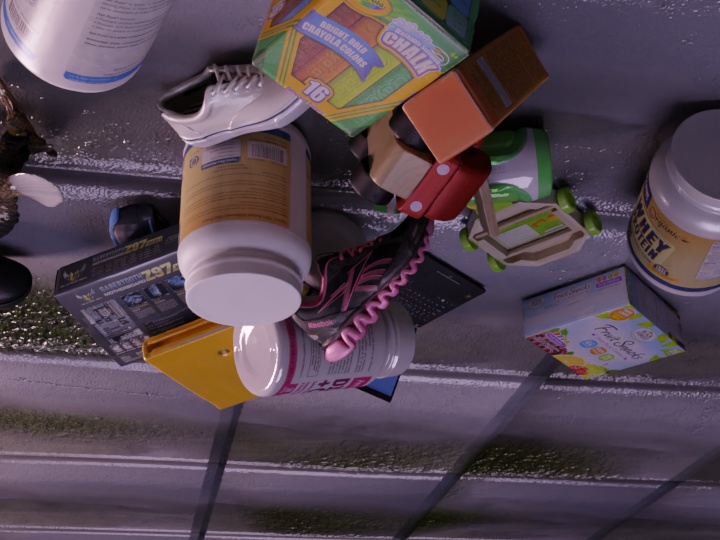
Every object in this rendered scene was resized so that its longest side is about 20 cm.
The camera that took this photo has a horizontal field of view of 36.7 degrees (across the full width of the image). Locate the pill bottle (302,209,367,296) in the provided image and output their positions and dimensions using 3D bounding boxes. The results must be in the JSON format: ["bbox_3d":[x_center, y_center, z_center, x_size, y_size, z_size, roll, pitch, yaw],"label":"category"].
[{"bbox_3d":[-0.075,0.016,1.404,0.112,0.113,0.200,11,148,-23],"label":"pill bottle"}]

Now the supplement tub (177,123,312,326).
[{"bbox_3d":[-0.125,-0.055,1.184,0.144,0.201,0.145,-1,151,-1],"label":"supplement tub"}]

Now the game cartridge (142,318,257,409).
[{"bbox_3d":[-0.155,0.110,1.401,0.176,0.033,0.200,-20,150,13],"label":"game cartridge"}]

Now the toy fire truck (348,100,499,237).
[{"bbox_3d":[0.088,-0.103,1.092,0.199,0.176,0.129,24,123,-20],"label":"toy fire truck"}]

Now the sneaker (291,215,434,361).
[{"bbox_3d":[0.000,0.000,1.189,0.095,0.200,0.079,39,180,-3],"label":"sneaker"}]

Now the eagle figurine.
[{"bbox_3d":[-0.426,-0.094,1.155,0.152,0.200,0.151,55,167,-21],"label":"eagle figurine"}]

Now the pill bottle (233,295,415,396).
[{"bbox_3d":[-0.040,0.086,1.289,0.199,0.114,0.113,-2,156,-36],"label":"pill bottle"}]

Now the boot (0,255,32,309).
[{"bbox_3d":[-0.505,-0.025,1.340,0.199,0.077,0.168,13,152,-14],"label":"boot"}]

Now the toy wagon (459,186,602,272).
[{"bbox_3d":[0.201,-0.062,1.360,0.155,0.040,0.200,-22,144,31],"label":"toy wagon"}]

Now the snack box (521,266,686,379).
[{"bbox_3d":[0.359,0.082,1.596,0.168,0.068,0.200,-21,147,30],"label":"snack box"}]

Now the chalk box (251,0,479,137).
[{"bbox_3d":[0.022,-0.232,0.933,0.124,0.124,0.200,33,138,-26],"label":"chalk box"}]

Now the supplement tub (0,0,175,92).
[{"bbox_3d":[-0.213,-0.253,0.898,0.131,0.132,0.200,14,147,-26],"label":"supplement tub"}]

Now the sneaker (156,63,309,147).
[{"bbox_3d":[-0.121,-0.178,1.095,0.199,0.073,0.071,-20,149,29],"label":"sneaker"}]

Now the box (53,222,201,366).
[{"bbox_3d":[-0.250,0.030,1.341,0.199,0.051,0.158,-20,136,12],"label":"box"}]

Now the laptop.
[{"bbox_3d":[0.055,0.079,1.514,0.200,0.104,0.177,-30,141,30],"label":"laptop"}]

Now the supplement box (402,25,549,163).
[{"bbox_3d":[0.113,-0.168,1.010,0.066,0.200,0.069,-31,99,33],"label":"supplement box"}]

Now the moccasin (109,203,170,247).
[{"bbox_3d":[-0.240,-0.014,1.377,0.068,0.081,0.200,-17,149,16],"label":"moccasin"}]

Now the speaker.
[{"bbox_3d":[0.111,-0.111,1.217,0.199,0.089,0.089,-5,151,6],"label":"speaker"}]

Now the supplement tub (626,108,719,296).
[{"bbox_3d":[0.392,-0.075,1.238,0.144,0.145,0.200,-2,151,0],"label":"supplement tub"}]
